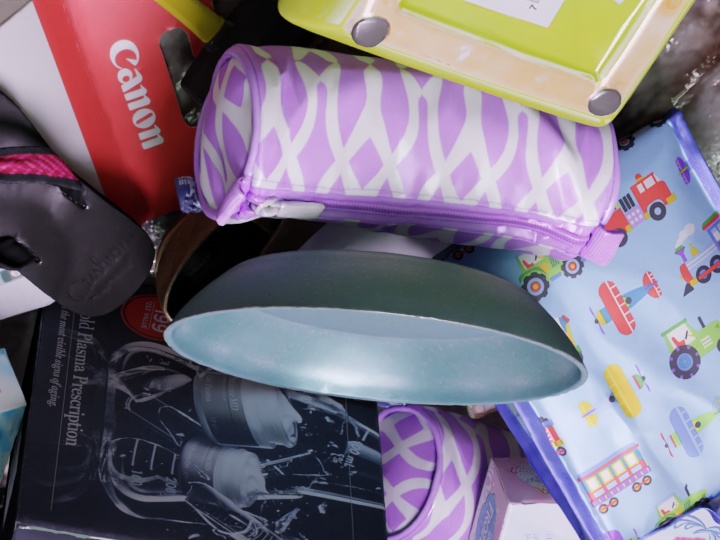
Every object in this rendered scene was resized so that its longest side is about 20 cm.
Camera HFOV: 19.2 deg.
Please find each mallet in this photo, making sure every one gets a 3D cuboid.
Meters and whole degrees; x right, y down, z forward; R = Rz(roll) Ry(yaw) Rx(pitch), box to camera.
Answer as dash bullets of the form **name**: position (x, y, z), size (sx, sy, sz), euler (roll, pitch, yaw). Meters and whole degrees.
- **mallet**: position (-0.108, -0.131, 0.983), size (0.199, 0.041, 0.066), euler (29, 97, -38)

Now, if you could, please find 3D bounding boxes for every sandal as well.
- **sandal**: position (-0.163, -0.031, 1.006), size (0.075, 0.045, 0.200), euler (-48, 135, 6)

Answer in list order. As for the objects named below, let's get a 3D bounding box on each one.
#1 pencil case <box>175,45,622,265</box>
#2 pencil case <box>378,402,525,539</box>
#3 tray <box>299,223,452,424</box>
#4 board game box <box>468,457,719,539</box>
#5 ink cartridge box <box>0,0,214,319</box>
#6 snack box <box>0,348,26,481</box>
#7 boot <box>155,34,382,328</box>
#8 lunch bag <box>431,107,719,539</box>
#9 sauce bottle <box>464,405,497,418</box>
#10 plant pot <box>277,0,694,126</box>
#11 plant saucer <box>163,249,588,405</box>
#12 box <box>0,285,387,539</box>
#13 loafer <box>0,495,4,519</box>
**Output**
- **pencil case**: position (0.021, -0.052, 0.978), size (0.198, 0.086, 0.084), euler (3, 132, -22)
- **pencil case**: position (0.084, 0.133, 1.239), size (0.199, 0.085, 0.085), euler (18, 156, -36)
- **tray**: position (0.000, 0.000, 1.154), size (0.106, 0.022, 0.201), euler (6, 126, -23)
- **board game box**: position (0.149, 0.194, 1.212), size (0.197, 0.044, 0.201), euler (1, 125, -18)
- **ink cartridge box**: position (-0.155, -0.059, 1.042), size (0.198, 0.050, 0.162), euler (-16, 132, -1)
- **snack box**: position (-0.244, 0.114, 1.091), size (0.115, 0.037, 0.200), euler (-14, 155, -25)
- **boot**: position (-0.029, -0.048, 1.045), size (0.073, 0.076, 0.200), euler (38, 102, -9)
- **lunch bag**: position (0.145, 0.044, 1.102), size (0.150, 0.094, 0.201), euler (-32, 90, -5)
- **sauce bottle**: position (0.144, 0.022, 1.191), size (0.198, 0.065, 0.065), euler (-21, 132, -2)
- **plant pot**: position (0.060, -0.186, 0.912), size (0.198, 0.182, 0.201), euler (16, 124, -28)
- **plant saucer**: position (0.008, 0.026, 0.995), size (0.198, 0.036, 0.200), euler (6, 166, 1)
- **box**: position (-0.087, 0.110, 1.081), size (0.180, 0.201, 0.105), euler (11, 125, -11)
- **loafer**: position (-0.120, 0.141, 1.199), size (0.198, 0.073, 0.072), euler (-18, 134, -2)
